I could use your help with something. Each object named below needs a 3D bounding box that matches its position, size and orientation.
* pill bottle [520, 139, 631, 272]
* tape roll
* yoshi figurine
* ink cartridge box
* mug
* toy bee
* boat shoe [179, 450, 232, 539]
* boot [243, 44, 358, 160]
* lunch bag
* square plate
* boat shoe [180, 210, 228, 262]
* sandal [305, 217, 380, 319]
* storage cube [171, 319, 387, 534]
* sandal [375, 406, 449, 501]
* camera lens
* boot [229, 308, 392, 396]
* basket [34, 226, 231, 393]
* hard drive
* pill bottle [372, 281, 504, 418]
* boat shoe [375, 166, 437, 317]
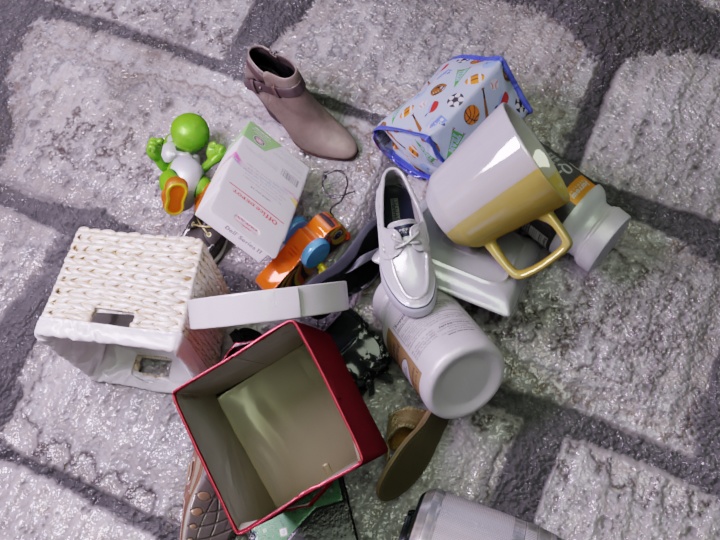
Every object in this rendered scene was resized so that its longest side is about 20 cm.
[{"bbox_3d":[0.271,-0.096,1.145,0.199,0.117,0.117,40,77,19],"label":"pill bottle"},{"bbox_3d":[-0.111,0.042,0.992,0.198,0.203,0.038,-6,90,3],"label":"tape roll"},{"bbox_3d":[-0.256,-0.168,1.206,0.111,0.113,0.201,-27,40,0],"label":"yoshi figurine"},{"bbox_3d":[-0.151,-0.098,1.124,0.116,0.067,0.202,37,40,-20],"label":"ink cartridge box"},{"bbox_3d":[0.172,-0.095,1.042,0.152,0.149,0.189,-35,52,21],"label":"mug"},{"bbox_3d":[-0.058,-0.037,1.174,0.198,0.108,0.133,-32,71,21],"label":"toy bee"},{"bbox_3d":[-0.196,0.280,1.073,0.075,0.071,0.203,30,60,-29],"label":"boat shoe"},{"bbox_3d":[-0.093,-0.254,1.227,0.198,0.147,0.071,29,72,15],"label":"boot"},{"bbox_3d":[0.124,-0.223,1.197,0.170,0.124,0.199,-44,32,-11],"label":"lunch bag"},{"bbox_3d":[0.140,-0.031,1.120,0.197,0.029,0.198,23,36,13],"label":"square plate"},{"bbox_3d":[-0.219,-0.077,1.216,0.071,0.061,0.202,31,75,17],"label":"boat shoe"},{"bbox_3d":[0.000,0.001,1.140,0.042,0.077,0.200,23,56,38],"label":"sandal"},{"bbox_3d":[-0.088,0.181,0.972,0.169,0.180,0.202,-30,76,5],"label":"storage cube"},{"bbox_3d":[0.070,0.206,1.084,0.069,0.078,0.212,25,65,39],"label":"sandal"},{"bbox_3d":[0.137,0.361,0.955,0.196,0.160,0.162,17,71,12],"label":"camera lens"},{"bbox_3d":[-0.065,0.113,1.122,0.162,0.074,0.198,-40,70,-12],"label":"boot"},{"bbox_3d":[-0.293,0.058,1.098,0.194,0.201,0.164,6,67,8],"label":"basket"},{"bbox_3d":[-0.066,0.368,1.039,0.137,0.038,0.203,-16,69,-1],"label":"hard drive"},{"bbox_3d":[0.092,0.087,1.059,0.113,0.115,0.201,-29,38,-6],"label":"pill bottle"},{"bbox_3d":[0.052,-0.040,1.036,0.072,0.066,0.203,-13,60,-4],"label":"boat shoe"}]
